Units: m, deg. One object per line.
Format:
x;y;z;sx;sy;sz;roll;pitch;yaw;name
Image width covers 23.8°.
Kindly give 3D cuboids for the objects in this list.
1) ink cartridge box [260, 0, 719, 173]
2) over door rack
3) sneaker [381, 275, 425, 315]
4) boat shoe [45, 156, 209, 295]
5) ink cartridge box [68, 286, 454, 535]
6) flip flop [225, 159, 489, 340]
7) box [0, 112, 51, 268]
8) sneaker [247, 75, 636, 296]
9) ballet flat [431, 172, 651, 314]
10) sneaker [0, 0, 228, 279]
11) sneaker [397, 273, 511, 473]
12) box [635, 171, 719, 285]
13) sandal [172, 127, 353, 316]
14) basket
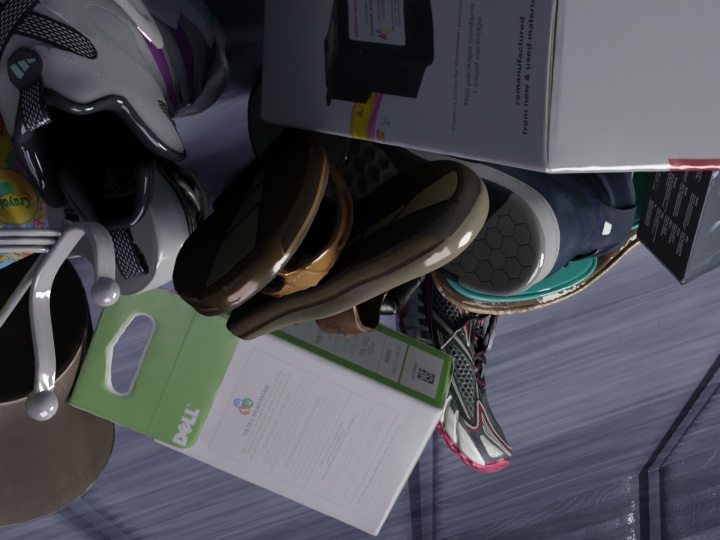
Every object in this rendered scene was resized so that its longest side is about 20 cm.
0.069;-0.094;0.733;0.145;0.084;0.199;-3;-169;-35;ink cartridge box
-0.203;0.043;0.682;0.147;0.067;0.200;0;155;-42;over door rack
-0.019;-0.017;1.010;0.076;0.112;0.200;-5;160;-33;sneaker
-0.112;-0.034;0.868;0.063;0.071;0.200;-11;-168;-22;boat shoe
-0.057;0.063;0.988;0.198;0.059;0.104;23;123;-4;ink cartridge box
0.000;0.000;0.813;0.057;0.082;0.199;39;148;-22;flip flop
-0.264;-0.044;0.673;0.191;0.123;0.200;-23;162;20;box
0.050;-0.056;0.898;0.146;0.201;0.078;-21;133;-48;sneaker
0.123;-0.023;0.991;0.198;0.071;0.065;-23;174;-18;ballet flat
-0.103;-0.061;0.735;0.077;0.141;0.200;-22;162;18;sneaker
0.060;0.026;1.061;0.074;0.202;0.081;-15;167;6;sneaker
0.235;-0.102;0.911;0.159;0.044;0.201;-24;144;-24;box
-0.036;-0.019;0.775;0.082;0.055;0.200;-41;-171;7;sandal
-0.229;0.064;1.045;0.178;0.137;0.200;2;155;-14;basket
